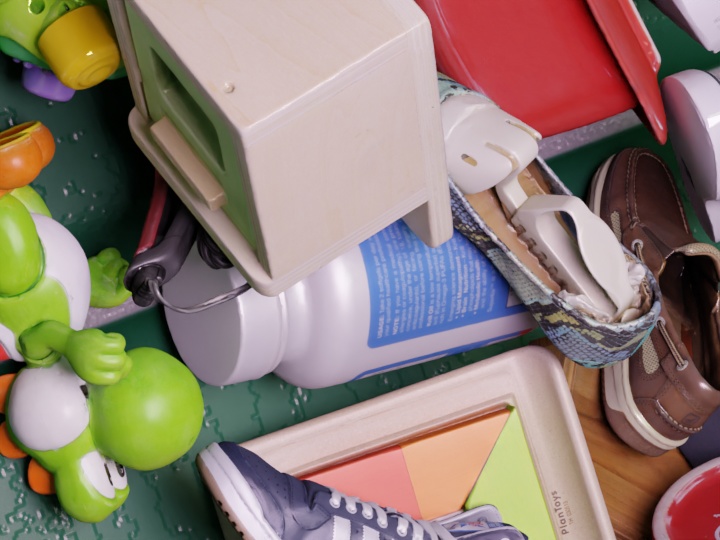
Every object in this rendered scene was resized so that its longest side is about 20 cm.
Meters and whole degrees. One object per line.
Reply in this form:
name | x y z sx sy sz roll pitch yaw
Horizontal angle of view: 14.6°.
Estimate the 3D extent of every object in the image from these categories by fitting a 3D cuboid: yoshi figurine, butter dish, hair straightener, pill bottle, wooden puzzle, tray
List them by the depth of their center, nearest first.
yoshi figurine | -0.139 0.024 1.413 0.112 0.112 0.201 -25 100 -37
hair straightener | -0.072 -0.041 1.421 0.200 0.076 0.041 -74 157 -56
wooden puzzle | 0.037 0.156 1.493 0.199 0.037 0.186 -18 95 -4
pill bottle | 0.000 0.000 1.495 0.199 0.112 0.113 -13 91 -33
butter dish | 0.062 -0.148 1.529 0.147 0.200 0.200 -29 111 4
tray | 0.169 0.122 1.602 0.200 0.037 0.099 30 58 -33

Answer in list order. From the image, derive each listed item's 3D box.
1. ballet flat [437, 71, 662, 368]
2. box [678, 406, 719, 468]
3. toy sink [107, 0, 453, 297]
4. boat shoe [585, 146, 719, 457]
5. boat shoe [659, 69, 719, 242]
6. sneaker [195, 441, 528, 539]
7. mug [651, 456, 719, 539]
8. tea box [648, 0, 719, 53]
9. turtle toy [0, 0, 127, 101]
ballet flat | 0.085 -0.038 1.449 0.200 0.074 0.074 47 63 -7
box | 0.306 0.087 1.637 0.200 0.123 0.199 51 46 -16
toy sink | -0.041 -0.078 1.353 0.112 0.200 0.131 -32 63 -13
boat shoe | 0.178 0.007 1.584 0.074 0.075 0.203 24 46 -33
boat shoe | 0.210 -0.070 1.539 0.068 0.200 0.072 -25 70 2
sneaker | 0.012 0.136 1.437 0.108 0.070 0.200 -43 105 -1
mug | 0.215 0.219 1.543 0.177 0.133 0.201 -26 122 -16
tea box | 0.175 -0.250 1.558 0.133 0.200 0.197 -35 104 4
turtle toy | -0.161 -0.144 1.418 0.199 0.101 0.146 -23 74 -28
